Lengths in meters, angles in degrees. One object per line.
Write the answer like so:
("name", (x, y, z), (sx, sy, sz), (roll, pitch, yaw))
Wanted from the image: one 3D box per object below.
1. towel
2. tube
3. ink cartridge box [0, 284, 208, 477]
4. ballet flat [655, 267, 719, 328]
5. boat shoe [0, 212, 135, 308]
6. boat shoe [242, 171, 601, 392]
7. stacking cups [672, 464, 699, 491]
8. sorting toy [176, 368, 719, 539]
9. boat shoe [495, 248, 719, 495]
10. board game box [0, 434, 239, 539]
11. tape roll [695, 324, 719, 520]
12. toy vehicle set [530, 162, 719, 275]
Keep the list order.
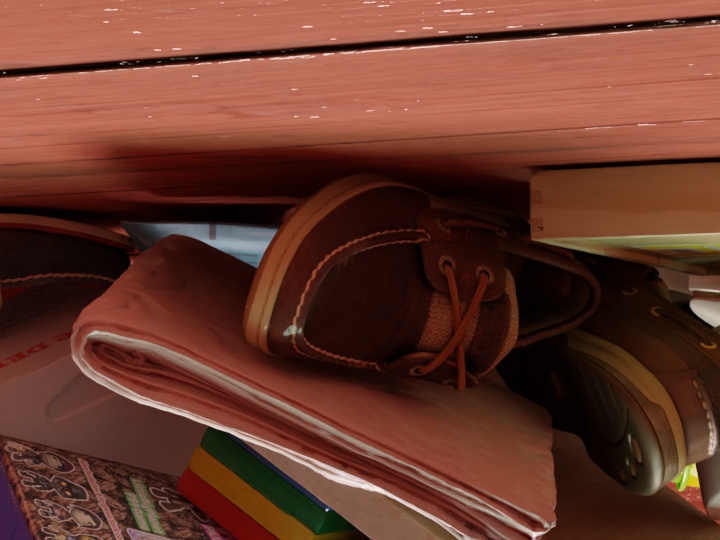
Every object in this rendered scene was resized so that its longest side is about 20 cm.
("towel", (-0.013, 0.048, 1.105), (0.190, 0.032, 0.200), (26, -171, 0))
("tube", (-0.066, 0.000, 1.316), (0.077, 0.051, 0.200), (-2, 170, -1))
("ink cartridge box", (-0.172, 0.060, 1.314), (0.147, 0.086, 0.199), (-24, -158, -30))
("ballet flat", (0.172, 0.013, 1.348), (0.075, 0.068, 0.200), (23, 168, -21))
("boat shoe", (-0.197, 0.004, 1.251), (0.199, 0.063, 0.071), (1, 174, -19))
("boat shoe", (0.031, 0.009, 1.082), (0.072, 0.073, 0.200), (25, -168, 28))
("stacking cups", (0.098, 0.070, 1.337), (0.198, 0.061, 0.061), (7, 176, -1))
("sorting toy", (0.038, 0.107, 1.206), (0.198, 0.070, 0.200), (35, -160, 26))
("boat shoe", (0.102, 0.029, 1.204), (0.067, 0.072, 0.200), (-23, -150, -15))
("board game box", (-0.087, 0.179, 1.208), (0.199, 0.160, 0.097), (17, -159, -28))
("tape roll", (0.241, 0.054, 1.218), (0.201, 0.071, 0.203), (-8, 164, -2))
("toy vehicle set", (0.161, -0.019, 1.122), (0.123, 0.027, 0.200), (-2, 175, 25))
